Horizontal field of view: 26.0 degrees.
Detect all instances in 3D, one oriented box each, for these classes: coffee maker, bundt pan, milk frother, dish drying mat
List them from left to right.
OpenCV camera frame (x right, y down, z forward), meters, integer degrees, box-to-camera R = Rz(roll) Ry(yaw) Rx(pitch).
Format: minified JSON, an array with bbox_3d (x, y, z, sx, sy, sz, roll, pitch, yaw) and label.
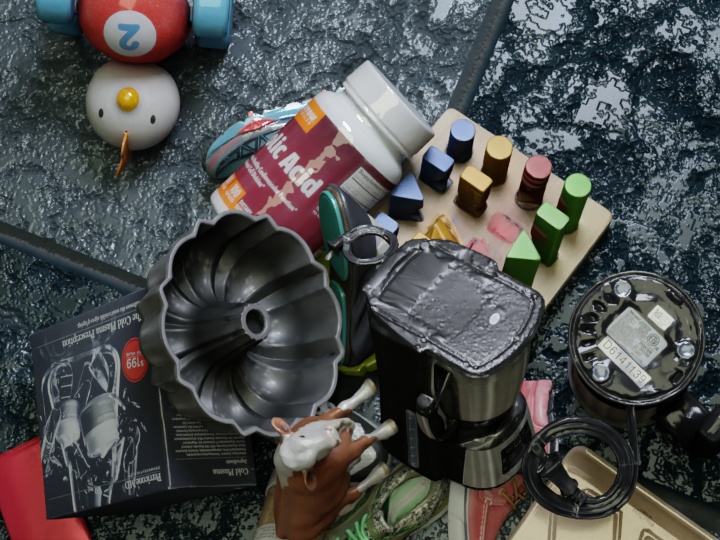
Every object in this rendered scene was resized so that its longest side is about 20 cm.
[{"bbox_3d":[-0.301,0.265,1.528,0.077,0.018,0.200,-25,78,2],"label":"dish drying mat"},{"bbox_3d":[-0.113,0.053,1.365,0.076,0.201,0.203,-20,72,45],"label":"bundt pan"},{"bbox_3d":[0.071,0.074,1.372,0.134,0.200,0.192,-25,54,-16],"label":"coffee maker"},{"bbox_3d":[0.222,0.121,1.404,0.200,0.188,0.181,-27,76,1],"label":"milk frother"}]

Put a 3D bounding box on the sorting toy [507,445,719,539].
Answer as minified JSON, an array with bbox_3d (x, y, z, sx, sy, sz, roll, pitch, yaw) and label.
[{"bbox_3d":[0.221,0.294,1.451,0.185,0.036,0.200,35,89,12],"label":"sorting toy"}]

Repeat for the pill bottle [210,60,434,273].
[{"bbox_3d":[-0.034,-0.095,1.465,0.200,0.114,0.114,-43,77,7],"label":"pill bottle"}]

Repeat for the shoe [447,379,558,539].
[{"bbox_3d":[0.135,0.196,1.455,0.091,0.071,0.201,0,72,16],"label":"shoe"}]

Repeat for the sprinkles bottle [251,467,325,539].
[{"bbox_3d":[-0.074,0.271,1.425,0.068,0.068,0.200,10,48,9],"label":"sprinkles bottle"}]

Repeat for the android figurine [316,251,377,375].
[{"bbox_3d":[-0.024,0.024,1.530,0.200,0.041,0.182,30,83,12],"label":"android figurine"}]

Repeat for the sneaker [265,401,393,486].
[{"bbox_3d":[-0.064,0.144,1.482,0.200,0.088,0.076,25,82,14],"label":"sneaker"}]

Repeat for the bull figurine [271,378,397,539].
[{"bbox_3d":[-0.030,0.165,1.344,0.121,0.200,0.065,-29,65,-27],"label":"bull figurine"}]

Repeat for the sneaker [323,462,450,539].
[{"bbox_3d":[0.010,0.241,1.457,0.077,0.089,0.200,42,86,13],"label":"sneaker"}]

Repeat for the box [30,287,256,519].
[{"bbox_3d":[-0.205,0.127,1.449,0.200,0.104,0.183,-20,73,43],"label":"box"}]

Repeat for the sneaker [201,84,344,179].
[{"bbox_3d":[-0.058,-0.118,1.545,0.199,0.079,0.096,-19,79,3],"label":"sneaker"}]

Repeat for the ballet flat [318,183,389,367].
[{"bbox_3d":[0.000,0.000,1.431,0.073,0.201,0.073,-1,36,1],"label":"ballet flat"}]

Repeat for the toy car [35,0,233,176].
[{"bbox_3d":[-0.225,-0.193,1.545,0.184,0.177,0.201,4,92,-4],"label":"toy car"}]

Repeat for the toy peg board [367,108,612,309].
[{"bbox_3d":[0.111,-0.050,1.475,0.199,0.098,0.200,35,69,12],"label":"toy peg board"}]
